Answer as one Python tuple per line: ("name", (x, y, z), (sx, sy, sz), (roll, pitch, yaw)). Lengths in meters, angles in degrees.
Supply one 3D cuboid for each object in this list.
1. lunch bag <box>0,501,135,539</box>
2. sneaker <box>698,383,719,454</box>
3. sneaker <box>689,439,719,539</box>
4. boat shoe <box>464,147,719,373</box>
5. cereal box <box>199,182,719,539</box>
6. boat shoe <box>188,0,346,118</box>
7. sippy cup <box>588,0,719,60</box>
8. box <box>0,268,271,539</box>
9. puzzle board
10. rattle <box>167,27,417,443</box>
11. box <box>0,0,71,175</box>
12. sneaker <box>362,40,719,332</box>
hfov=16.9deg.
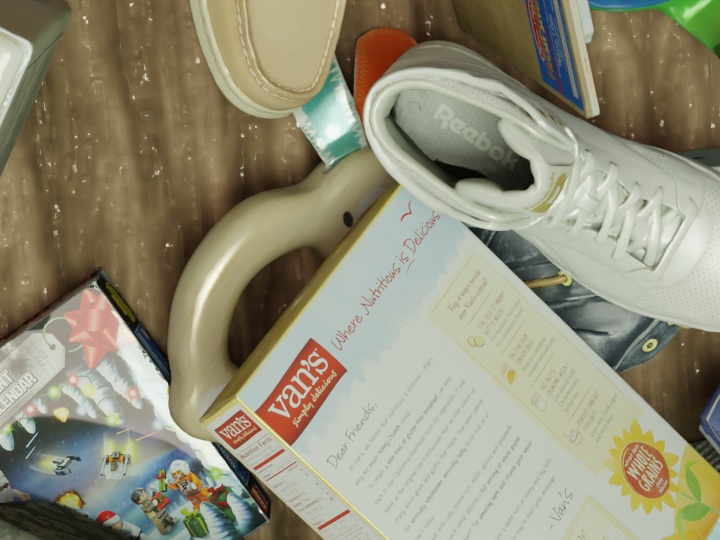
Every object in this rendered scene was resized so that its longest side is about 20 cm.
("lunch bag", (-0.109, 0.206, 1.013), (0.199, 0.139, 0.168), (23, 91, 15))
("sneaker", (0.230, 0.009, 1.038), (0.199, 0.115, 0.081), (-36, 61, -13))
("sneaker", (0.202, 0.117, 1.100), (0.199, 0.074, 0.082), (-9, 100, 3))
("boat shoe", (0.144, -0.005, 1.083), (0.199, 0.071, 0.091), (-4, 100, 7))
("cereal box", (0.048, 0.076, 0.996), (0.200, 0.040, 0.144), (44, 53, -7))
("boat shoe", (-0.026, -0.166, 1.019), (0.074, 0.069, 0.201), (5, 85, -39))
("sippy cup", (0.117, -0.173, 1.019), (0.177, 0.130, 0.140), (22, 98, -4))
("box", (-0.160, 0.112, 1.107), (0.200, 0.040, 0.137), (-36, 98, 5))
("puzzle board", (0.051, -0.174, 0.987), (0.017, 0.151, 0.201), (-20, 115, -11))
("rattle", (0.000, 0.000, 1.038), (0.130, 0.143, 0.201), (24, 96, -14))
("box", (-0.198, -0.067, 0.994), (0.109, 0.200, 0.128), (25, 98, -6))
("sneaker", (0.089, -0.025, 0.991), (0.199, 0.116, 0.074), (28, 103, 4))
